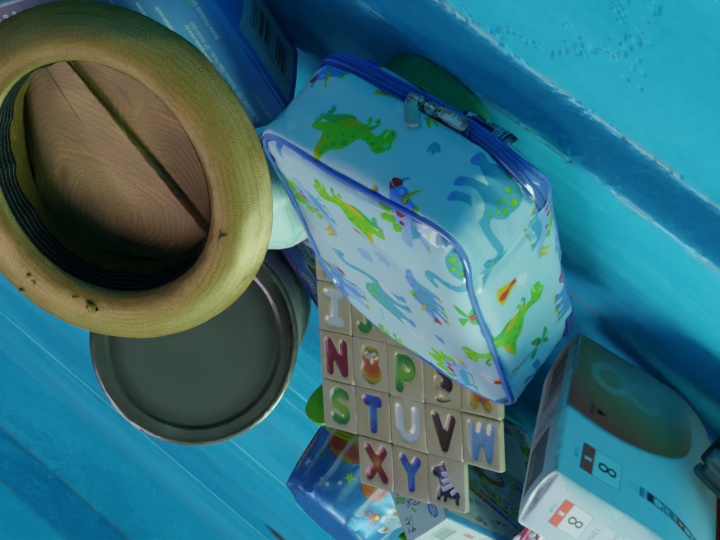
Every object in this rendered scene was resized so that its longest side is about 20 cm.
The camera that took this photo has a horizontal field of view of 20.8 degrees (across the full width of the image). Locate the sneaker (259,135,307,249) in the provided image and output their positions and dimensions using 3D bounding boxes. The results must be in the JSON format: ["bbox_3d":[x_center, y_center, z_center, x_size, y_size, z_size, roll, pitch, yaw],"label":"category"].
[{"bbox_3d":[-0.081,-0.044,1.233,0.074,0.117,0.200,68,159,2],"label":"sneaker"}]

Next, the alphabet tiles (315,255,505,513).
[{"bbox_3d":[0.029,0.048,1.244,0.166,0.006,0.202,11,108,47],"label":"alphabet tiles"}]

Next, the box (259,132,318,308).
[{"bbox_3d":[0.000,0.000,1.385,0.136,0.039,0.200,30,161,37],"label":"box"}]

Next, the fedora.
[{"bbox_3d":[-0.134,-0.064,1.098,0.201,0.200,0.082,45,-154,-11],"label":"fedora"}]

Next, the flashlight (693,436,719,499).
[{"bbox_3d":[0.277,0.160,1.090,0.200,0.068,0.068,44,-156,8],"label":"flashlight"}]

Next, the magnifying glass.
[{"bbox_3d":[0.027,-0.077,1.140,0.080,0.022,0.200,44,166,-5],"label":"magnifying glass"}]

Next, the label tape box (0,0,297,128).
[{"bbox_3d":[-0.156,-0.133,1.157,0.198,0.067,0.144,-12,138,22],"label":"label tape box"}]

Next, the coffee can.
[{"bbox_3d":[-0.112,0.036,1.447,0.146,0.146,0.200,43,-174,-3],"label":"coffee can"}]

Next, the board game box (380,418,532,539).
[{"bbox_3d":[0.079,0.148,1.370,0.200,0.034,0.135,31,-149,-49],"label":"board game box"}]

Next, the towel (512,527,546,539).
[{"bbox_3d":[0.140,0.227,1.361,0.200,0.145,0.030,-55,42,45],"label":"towel"}]

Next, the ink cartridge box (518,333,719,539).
[{"bbox_3d":[0.190,0.135,1.119,0.199,0.050,0.162,28,-152,-3],"label":"ink cartridge box"}]

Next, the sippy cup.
[{"bbox_3d":[0.013,0.160,1.620,0.178,0.131,0.140,44,165,-10],"label":"sippy cup"}]

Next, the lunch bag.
[{"bbox_3d":[0.033,-0.023,1.085,0.160,0.083,0.200,31,161,29],"label":"lunch bag"}]
